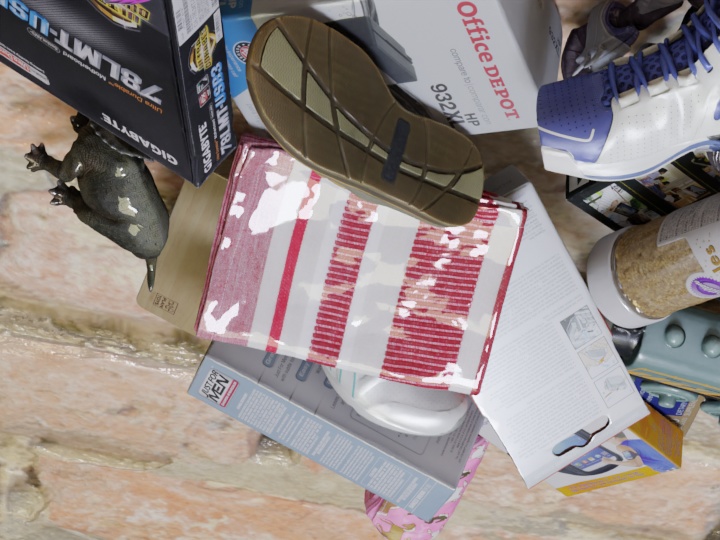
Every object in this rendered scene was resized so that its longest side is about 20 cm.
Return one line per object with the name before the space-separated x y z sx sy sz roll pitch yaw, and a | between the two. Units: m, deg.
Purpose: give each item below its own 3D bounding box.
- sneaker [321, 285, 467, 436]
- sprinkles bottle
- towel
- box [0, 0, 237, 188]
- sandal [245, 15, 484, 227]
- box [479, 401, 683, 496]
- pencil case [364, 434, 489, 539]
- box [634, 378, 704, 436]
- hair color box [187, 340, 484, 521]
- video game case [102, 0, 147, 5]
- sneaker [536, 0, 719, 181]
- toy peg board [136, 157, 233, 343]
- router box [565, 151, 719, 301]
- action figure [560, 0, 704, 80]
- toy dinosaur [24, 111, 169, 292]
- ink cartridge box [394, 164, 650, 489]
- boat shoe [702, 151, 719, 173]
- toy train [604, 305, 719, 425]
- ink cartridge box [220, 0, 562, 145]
sneaker | 0.000 0.035 1.380 0.200 0.070 0.080 41 132 0
sprinkles bottle | 0.235 -0.017 1.312 0.068 0.069 0.200 26 152 -26
towel | 0.000 0.000 1.327 0.198 0.023 0.145 13 109 -4
box | -0.170 -0.168 1.233 0.199 0.050 0.199 33 152 19
sandal | -0.003 -0.084 1.240 0.199 0.081 0.054 31 163 -38
box | 0.159 0.117 1.629 0.119 0.042 0.200 -20 140 37
pencil case | 0.057 0.168 1.747 0.086 0.083 0.200 20 147 2
box | 0.184 0.083 1.637 0.198 0.033 0.121 10 147 -1
hair color box | -0.012 0.084 1.439 0.199 0.099 0.061 29 144 -3
video game case | -0.063 -0.250 1.062 0.199 0.183 0.036 -11 179 25
sneaker | 0.200 -0.123 1.175 0.198 0.081 0.116 -4 132 6
toy peg board | -0.042 -0.013 1.504 0.198 0.098 0.200 28 143 -2
router box | 0.263 -0.052 1.395 0.199 0.051 0.149 31 139 -31
action figure | 0.205 -0.165 1.224 0.130 0.070 0.200 27 139 -13
toy dinosaur | -0.173 -0.054 1.418 0.102 0.077 0.201 23 131 41
ink cartridge box | 0.110 0.040 1.395 0.109 0.050 0.201 -31 112 -1
boat shoe | 0.305 -0.109 1.247 0.199 0.065 0.072 -27 132 17
toy train | 0.252 0.061 1.518 0.199 0.086 0.114 17 169 -11
ink cartridge box | 0.013 -0.153 1.264 0.199 0.084 0.145 -5 144 21
